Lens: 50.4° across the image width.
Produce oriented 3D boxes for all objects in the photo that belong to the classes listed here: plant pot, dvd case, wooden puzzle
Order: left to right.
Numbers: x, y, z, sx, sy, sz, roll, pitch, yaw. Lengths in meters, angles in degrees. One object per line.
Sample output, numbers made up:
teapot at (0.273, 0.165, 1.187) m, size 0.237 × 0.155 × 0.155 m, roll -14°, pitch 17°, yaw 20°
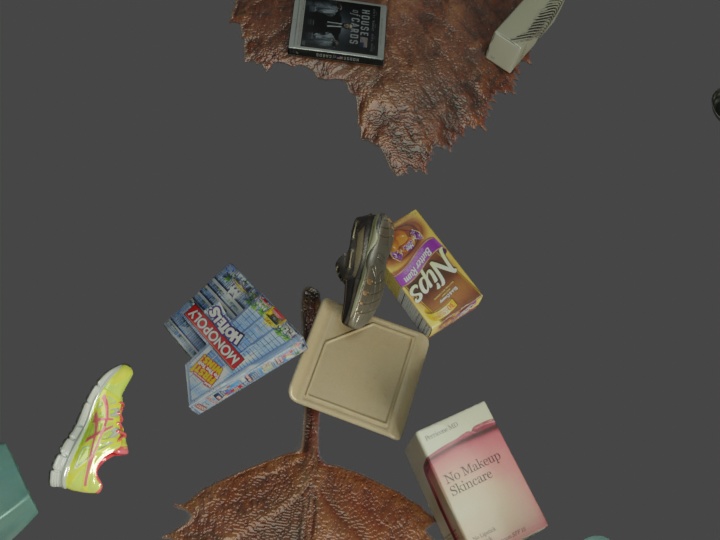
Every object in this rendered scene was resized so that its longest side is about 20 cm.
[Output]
plant pot at (-0.557, 0.333, 1.041) m, size 0.198 × 0.142 × 0.142 m, roll -27°, pitch 69°, yaw -26°
dvd case at (-0.045, -0.499, 1.584) m, size 0.196 × 0.025 × 0.153 m, roll 6°, pitch 63°, yaw -3°
wooden puzzle at (-0.001, 0.160, 1.255) m, size 0.197 × 0.037 × 0.188 m, roll 21°, pitch 62°, yaw -1°

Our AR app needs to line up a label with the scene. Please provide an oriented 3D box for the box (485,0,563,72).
box at (0.348, -0.514, 1.610) m, size 0.068 × 0.082 × 0.201 m, roll 35°, pitch 66°, yaw 10°

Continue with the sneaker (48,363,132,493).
sneaker at (-0.382, 0.240, 1.150) m, size 0.089 × 0.078 × 0.203 m, roll 23°, pitch 68°, yaw -4°

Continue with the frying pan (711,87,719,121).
frying pan at (0.786, -0.368, 1.617) m, size 0.112 × 0.031 × 0.193 m, roll 6°, pitch 59°, yaw -4°

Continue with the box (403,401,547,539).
box at (0.168, 0.323, 1.149) m, size 0.126 × 0.109 × 0.202 m, roll -20°, pitch 68°, yaw -16°

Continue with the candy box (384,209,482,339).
candy box at (0.106, 0.005, 1.332) m, size 0.116 × 0.057 × 0.201 m, roll -30°, pitch 72°, yaw -20°

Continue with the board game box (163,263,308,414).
board game box at (-0.221, 0.116, 1.216) m, size 0.200 × 0.062 × 0.200 m, roll -43°, pitch 71°, yaw -12°

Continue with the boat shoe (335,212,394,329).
boat shoe at (0.000, 0.000, 1.281) m, size 0.072 × 0.074 × 0.203 m, roll 6°, pitch 69°, yaw 29°

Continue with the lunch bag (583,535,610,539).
lunch bag at (0.286, 0.451, 1.048) m, size 0.167 × 0.201 × 0.124 m, roll -18°, pitch 66°, yaw -14°
